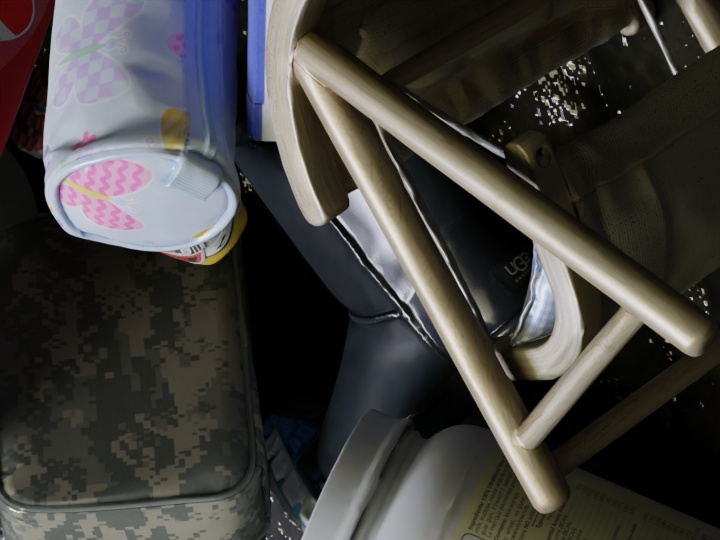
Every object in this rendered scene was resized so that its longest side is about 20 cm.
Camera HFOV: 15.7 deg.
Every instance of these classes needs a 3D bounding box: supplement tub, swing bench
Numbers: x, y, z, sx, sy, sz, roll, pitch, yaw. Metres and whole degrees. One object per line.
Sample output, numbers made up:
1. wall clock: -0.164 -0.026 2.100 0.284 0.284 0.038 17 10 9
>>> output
1. supplement tub: 0.072 0.154 1.123 0.199 0.145 0.145 22 135 8
2. swing bench: 0.091 -0.059 0.950 0.200 0.198 0.130 50 143 12

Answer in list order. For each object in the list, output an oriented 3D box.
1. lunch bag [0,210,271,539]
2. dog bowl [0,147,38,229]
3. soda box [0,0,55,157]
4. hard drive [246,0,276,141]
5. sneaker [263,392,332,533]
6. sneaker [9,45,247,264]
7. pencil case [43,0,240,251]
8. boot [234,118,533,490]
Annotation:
1. lunch bag: -0.115 0.090 1.306 0.168 0.138 0.201 86 176 -52
2. dog bowl: -0.271 0.000 1.420 0.079 0.200 0.201 25 132 35
3. soda box: -0.198 -0.090 1.274 0.063 0.201 0.070 24 146 -14
4. hard drive: -0.033 -0.174 1.089 0.025 0.132 0.201 2 126 -2
5. sneaker: 0.018 0.148 1.297 0.200 0.075 0.087 47 152 19
6. sneaker: -0.113 -0.060 1.262 0.078 0.082 0.200 -49 34 13
7. pencil case: -0.089 -0.108 1.143 0.090 0.201 0.083 -15 146 27
8. boot: 0.000 0.000 1.203 0.168 0.076 0.200 53 141 6
